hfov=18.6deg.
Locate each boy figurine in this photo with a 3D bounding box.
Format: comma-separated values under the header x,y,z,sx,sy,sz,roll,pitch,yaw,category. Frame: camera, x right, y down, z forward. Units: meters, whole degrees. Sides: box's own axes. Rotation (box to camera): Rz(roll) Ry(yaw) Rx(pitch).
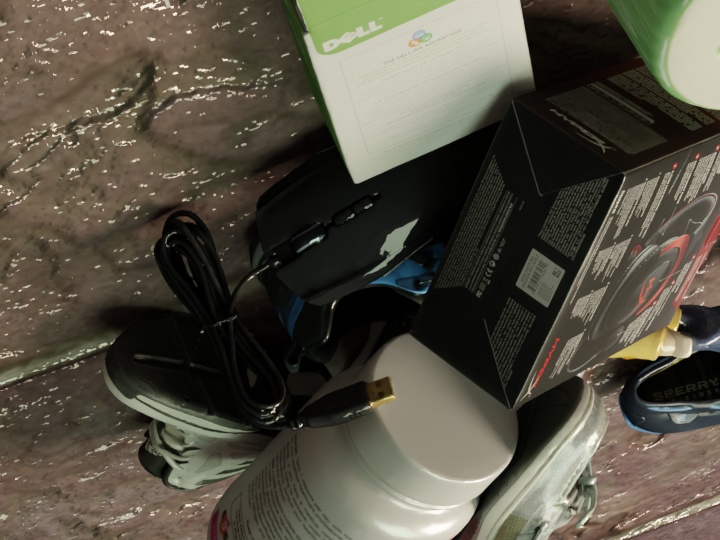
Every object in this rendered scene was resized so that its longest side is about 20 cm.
x,y,z,sx,sy,sz,roll,pitch,yaw,category
0.171,0.043,1.410,0.199,0.065,0.124,-1,-175,-17,boy figurine

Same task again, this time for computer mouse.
x,y,z,sx,sy,sz,roll,pitch,yaw,category
0.000,0.000,1.155,0.199,0.141,0.046,-24,176,2,computer mouse

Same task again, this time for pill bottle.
x,y,z,sx,sy,sz,roll,pitch,yaw,category
0.000,0.125,1.263,0.113,0.114,0.200,-2,150,-34,pill bottle

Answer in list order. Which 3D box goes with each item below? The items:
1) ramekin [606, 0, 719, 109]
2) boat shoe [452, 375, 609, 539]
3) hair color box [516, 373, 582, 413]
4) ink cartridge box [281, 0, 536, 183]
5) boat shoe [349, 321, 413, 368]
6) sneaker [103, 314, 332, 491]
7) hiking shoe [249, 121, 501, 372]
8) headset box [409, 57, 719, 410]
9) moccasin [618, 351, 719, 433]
x,y,z,sx,sy,sz,roll,pitch,yaw,category
0.205,-0.167,1.057,0.199,0.098,0.200,-18,152,-10,ramekin
0.097,0.141,1.260,0.064,0.075,0.203,23,126,-5,boat shoe
0.082,0.101,1.343,0.201,0.060,0.099,-65,173,32,hair color box
0.018,-0.128,1.029,0.103,0.060,0.200,-23,153,-1,ink cartridge box
0.032,0.076,1.404,0.071,0.061,0.202,-13,151,-18,boat shoe
-0.105,0.094,1.318,0.115,0.076,0.200,-38,152,24,sneaker
0.041,-0.013,1.222,0.199,0.087,0.074,-24,153,4,hiking shoe
0.131,-0.029,1.167,0.200,0.075,0.149,-22,142,-52,headset box
0.282,0.072,1.558,0.199,0.081,0.068,-25,164,2,moccasin
